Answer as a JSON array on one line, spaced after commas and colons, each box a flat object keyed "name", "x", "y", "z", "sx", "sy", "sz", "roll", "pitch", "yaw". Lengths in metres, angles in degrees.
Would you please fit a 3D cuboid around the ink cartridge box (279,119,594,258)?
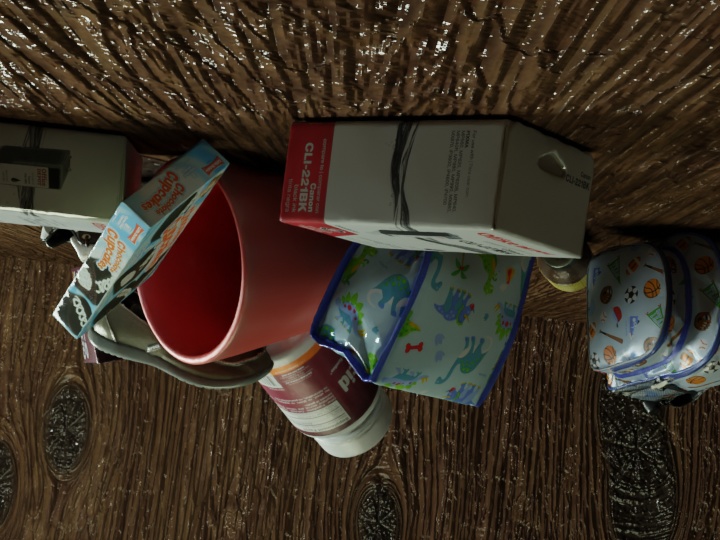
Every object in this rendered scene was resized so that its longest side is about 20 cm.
[{"name": "ink cartridge box", "x": 0.061, "y": -0.063, "z": 1.120, "sx": 0.199, "sy": 0.084, "sz": 0.144, "roll": 3, "pitch": 174, "yaw": 36}]

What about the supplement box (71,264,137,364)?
[{"name": "supplement box", "x": -0.209, "y": 0.034, "z": 1.588, "sx": 0.199, "sy": 0.109, "sz": 0.061, "roll": -8, "pitch": 180, "yaw": -26}]

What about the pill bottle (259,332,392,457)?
[{"name": "pill bottle", "x": -0.047, "y": 0.113, "z": 1.593, "sx": 0.114, "sy": 0.114, "sz": 0.200, "roll": 3, "pitch": 143, "yaw": 35}]

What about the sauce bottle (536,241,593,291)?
[{"name": "sauce bottle", "x": 0.237, "y": -0.014, "z": 1.668, "sx": 0.064, "sy": 0.065, "sz": 0.200, "roll": 5, "pitch": 174, "yaw": 13}]

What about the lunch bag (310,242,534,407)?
[{"name": "lunch bag", "x": 0.072, "y": 0.009, "z": 1.357, "sx": 0.170, "sy": 0.201, "sz": 0.127, "roll": 15, "pitch": -164, "yaw": -47}]

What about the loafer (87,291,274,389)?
[{"name": "loafer", "x": -0.184, "y": 0.066, "z": 1.476, "sx": 0.199, "sy": 0.070, "sz": 0.075, "roll": 14, "pitch": -158, "yaw": 7}]

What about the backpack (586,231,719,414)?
[{"name": "backpack", "x": 0.343, "y": 0.043, "z": 1.562, "sx": 0.154, "sy": 0.201, "sz": 0.190, "roll": 8, "pitch": 163, "yaw": -39}]

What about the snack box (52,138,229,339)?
[{"name": "snack box", "x": -0.201, "y": -0.027, "z": 1.306, "sx": 0.037, "sy": 0.116, "sz": 0.200, "roll": 43, "pitch": 138, "yaw": 1}]

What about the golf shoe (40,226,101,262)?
[{"name": "golf shoe", "x": -0.268, "y": -0.040, "z": 1.614, "sx": 0.199, "sy": 0.095, "sz": 0.078, "roll": 13, "pitch": 153, "yaw": 27}]

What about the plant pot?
[{"name": "plant pot", "x": -0.100, "y": -0.015, "z": 1.426, "sx": 0.177, "sy": 0.201, "sz": 0.200, "roll": -4, "pitch": -177, "yaw": -39}]

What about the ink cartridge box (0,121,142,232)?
[{"name": "ink cartridge box", "x": -0.312, "y": -0.088, "z": 1.355, "sx": 0.199, "sy": 0.083, "sz": 0.147, "roll": 6, "pitch": 176, "yaw": -2}]
